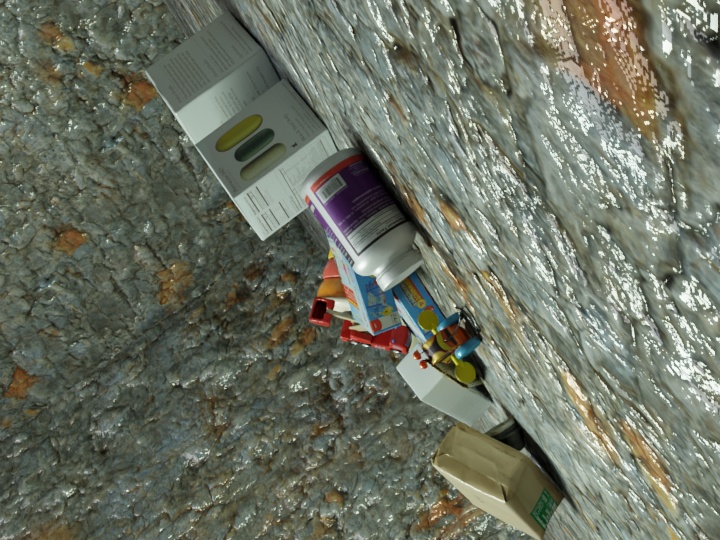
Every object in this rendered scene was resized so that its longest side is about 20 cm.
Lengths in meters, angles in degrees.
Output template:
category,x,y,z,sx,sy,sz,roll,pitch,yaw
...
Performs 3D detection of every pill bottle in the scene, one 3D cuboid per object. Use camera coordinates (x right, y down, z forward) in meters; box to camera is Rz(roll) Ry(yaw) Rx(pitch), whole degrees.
category,x,y,z,sx,sy,sz,roll,pitch,yaw
pill bottle,0.006,-0.074,1.379,0.201,0.112,0.113,54,176,8

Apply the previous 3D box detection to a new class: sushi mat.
category,x,y,z,sx,sy,sz,roll,pitch,yaw
sushi mat,0.177,0.189,1.748,0.095,0.012,0.200,34,-175,15

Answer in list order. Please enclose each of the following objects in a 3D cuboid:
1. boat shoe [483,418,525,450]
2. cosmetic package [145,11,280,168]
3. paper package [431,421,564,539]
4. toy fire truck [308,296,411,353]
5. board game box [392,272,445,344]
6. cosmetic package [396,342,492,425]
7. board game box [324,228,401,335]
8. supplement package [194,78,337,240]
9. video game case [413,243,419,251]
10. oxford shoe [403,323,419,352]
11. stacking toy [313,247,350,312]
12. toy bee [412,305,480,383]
category,x,y,z,sx,sy,sz,roll,pitch,yaw
boat shoe,0.281,0.333,1.834,0.057,0.066,0.200,58,173,10
cosmetic package,-0.263,-0.340,1.760,0.168,0.199,0.167,52,176,39
paper package,0.265,0.402,1.780,0.189,0.104,0.200,21,160,43
toy fire truck,0.004,0.111,1.857,0.197,0.050,0.141,11,163,9
board game box,0.091,0.051,1.815,0.197,0.056,0.200,56,176,-15
cosmetic package,0.170,0.230,1.867,0.199,0.071,0.102,34,-167,-46
board game box,0.000,0.000,1.677,0.200,0.055,0.199,-149,40,-78
supplement package,-0.154,-0.195,1.652,0.152,0.199,0.151,51,176,30
video game case,0.033,-0.091,1.589,0.201,0.022,0.182,54,176,7
oxford shoe,0.089,0.087,2.002,0.202,0.073,0.071,59,177,-14
stacking toy,-0.020,-0.017,1.929,0.146,0.143,0.204,96,176,-84
toy bee,0.131,0.114,1.502,0.131,0.108,0.201,54,176,36
